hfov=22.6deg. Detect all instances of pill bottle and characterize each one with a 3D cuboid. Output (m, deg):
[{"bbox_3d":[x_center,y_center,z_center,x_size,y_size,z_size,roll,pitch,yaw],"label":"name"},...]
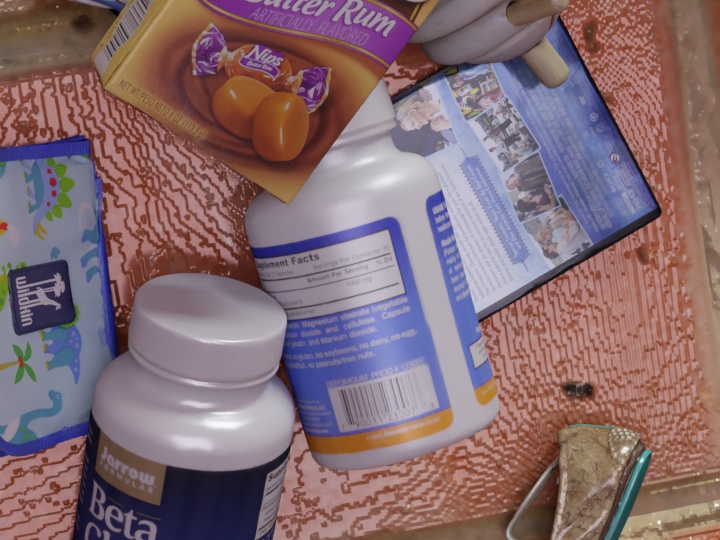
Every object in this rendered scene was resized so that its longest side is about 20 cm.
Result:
[{"bbox_3d":[0.000,0.000,1.000,0.112,0.112,0.200,-16,96,-6],"label":"pill bottle"},{"bbox_3d":[-0.096,0.108,0.987,0.111,0.111,0.200,7,113,-9],"label":"pill bottle"}]

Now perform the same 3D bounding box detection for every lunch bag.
[{"bbox_3d":[-0.232,0.021,0.988,0.200,0.127,0.170,-9,98,-24],"label":"lunch bag"}]

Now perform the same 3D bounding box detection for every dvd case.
[{"bbox_3d":[0.062,-0.046,1.071,0.200,0.018,0.143,-30,99,-6],"label":"dvd case"}]

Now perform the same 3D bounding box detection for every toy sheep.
[{"bbox_3d":[0.058,-0.180,1.002,0.138,0.138,0.200,-36,108,-4],"label":"toy sheep"}]

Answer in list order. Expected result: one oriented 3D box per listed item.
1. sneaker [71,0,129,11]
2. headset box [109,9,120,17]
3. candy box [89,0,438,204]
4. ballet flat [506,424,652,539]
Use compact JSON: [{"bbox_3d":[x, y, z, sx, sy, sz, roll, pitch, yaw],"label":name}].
[{"bbox_3d":[-0.087,-0.153,0.936,0.200,0.077,0.076,8,95,-10],"label":"sneaker"},{"bbox_3d":[-0.109,-0.252,1.000,0.149,0.077,0.200,43,89,-9],"label":"headset box"},{"bbox_3d":[-0.028,-0.147,0.887,0.117,0.056,0.200,31,100,-27],"label":"candy box"},{"bbox_3d":[0.113,0.184,1.084,0.065,0.071,0.200,20,89,18],"label":"ballet flat"}]
